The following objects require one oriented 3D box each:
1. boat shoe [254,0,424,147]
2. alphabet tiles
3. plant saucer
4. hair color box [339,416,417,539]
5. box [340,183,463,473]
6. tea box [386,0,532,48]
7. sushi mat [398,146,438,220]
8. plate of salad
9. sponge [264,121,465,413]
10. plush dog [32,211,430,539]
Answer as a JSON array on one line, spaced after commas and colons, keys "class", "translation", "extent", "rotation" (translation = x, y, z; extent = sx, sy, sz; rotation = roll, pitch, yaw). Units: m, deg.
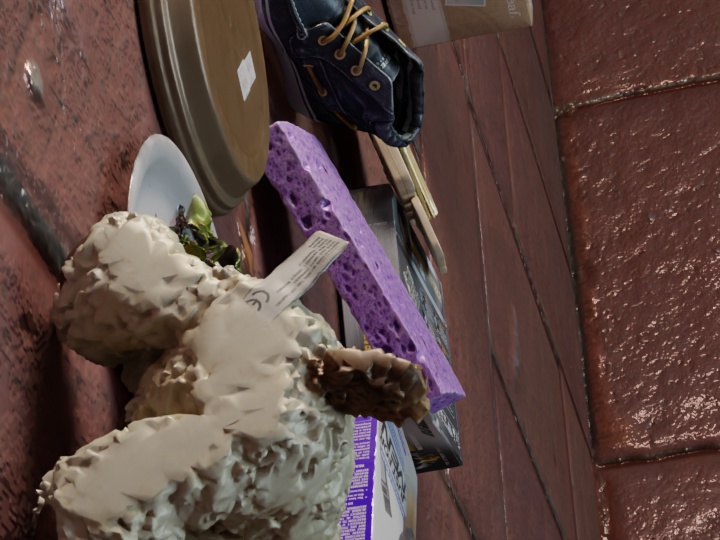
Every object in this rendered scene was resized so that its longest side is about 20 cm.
[{"class": "boat shoe", "translation": [-0.012, -0.158, 1.496], "extent": [0.071, 0.090, 0.201], "rotation": [-58, 154, -20]}, {"class": "alphabet tiles", "translation": [0.019, -0.091, 1.724], "extent": [0.200, 0.015, 0.197], "rotation": [59, 7, -82]}, {"class": "plant saucer", "translation": [-0.086, -0.132, 1.293], "extent": [0.200, 0.029, 0.202], "rotation": [-10, 90, -81]}, {"class": "hair color box", "translation": [-0.006, 0.160, 1.381], "extent": [0.201, 0.064, 0.110], "rotation": [-84, 162, -51]}, {"class": "box", "translation": [0.028, 0.048, 1.711], "extent": [0.200, 0.048, 0.160], "rotation": [59, 22, -65]}, {"class": "tea box", "translation": [0.078, -0.347, 2.110], "extent": [0.197, 0.133, 0.201], "rotation": [-87, 164, -54]}, {"class": "sushi mat", "translation": [0.016, -0.136, 1.761], "extent": [0.096, 0.012, 0.201], "rotation": [-115, -178, -75]}, {"class": "plate of salad", "translation": [-0.077, 0.029, 1.141], "extent": [0.200, 0.048, 0.202], "rotation": [-10, 90, -80]}, {"class": "sponge", "translation": [0.000, 0.000, 1.445], "extent": [0.201, 0.030, 0.112], "rotation": [60, 7, 7]}, {"class": "plush dog", "translation": [-0.051, 0.091, 0.965], "extent": [0.172, 0.159, 0.201], "rotation": [89, -1, -51]}]
